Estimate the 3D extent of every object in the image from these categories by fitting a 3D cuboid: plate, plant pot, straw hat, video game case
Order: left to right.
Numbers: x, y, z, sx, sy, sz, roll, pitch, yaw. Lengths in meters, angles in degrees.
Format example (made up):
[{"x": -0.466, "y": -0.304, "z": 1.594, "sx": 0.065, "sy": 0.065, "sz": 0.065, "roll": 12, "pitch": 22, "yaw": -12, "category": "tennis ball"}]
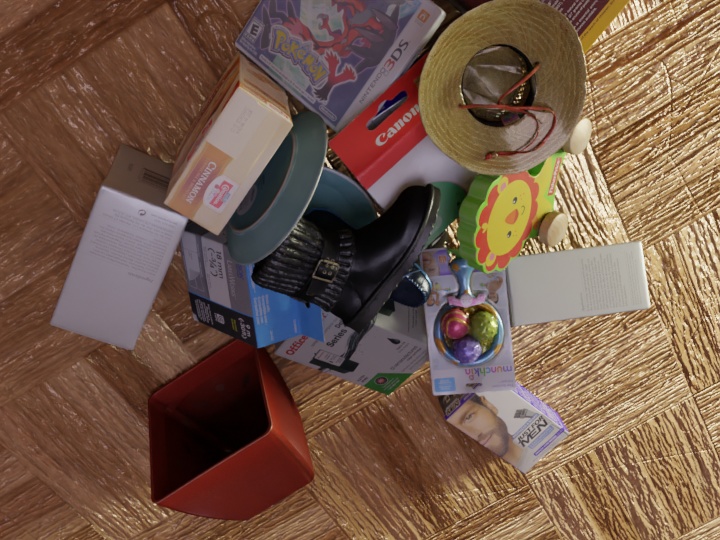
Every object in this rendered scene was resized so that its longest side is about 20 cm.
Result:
[{"x": -0.179, "y": 0.252, "z": 1.071, "sx": 0.199, "sy": 0.201, "sz": 0.176, "roll": -32, "pitch": 130, "yaw": 8, "category": "plant pot"}, {"x": -0.110, "y": -0.103, "z": 0.849, "sx": 0.025, "sy": 0.201, "sz": 0.201, "roll": 27, "pitch": 110, "yaw": -34, "category": "plate"}, {"x": -0.073, "y": -0.066, "z": 0.979, "sx": 0.198, "sy": 0.026, "sz": 0.201, "roll": 3, "pitch": 132, "yaw": 3, "category": "plate"}, {"x": -0.029, "y": -0.282, "z": 0.846, "sx": 0.200, "sy": 0.023, "sz": 0.183, "roll": 42, "pitch": 108, "yaw": 12, "category": "video game case"}, {"x": 0.150, "y": -0.213, "z": 0.811, "sx": 0.199, "sy": 0.085, "sz": 0.202, "roll": -4, "pitch": 124, "yaw": -6, "category": "straw hat"}]

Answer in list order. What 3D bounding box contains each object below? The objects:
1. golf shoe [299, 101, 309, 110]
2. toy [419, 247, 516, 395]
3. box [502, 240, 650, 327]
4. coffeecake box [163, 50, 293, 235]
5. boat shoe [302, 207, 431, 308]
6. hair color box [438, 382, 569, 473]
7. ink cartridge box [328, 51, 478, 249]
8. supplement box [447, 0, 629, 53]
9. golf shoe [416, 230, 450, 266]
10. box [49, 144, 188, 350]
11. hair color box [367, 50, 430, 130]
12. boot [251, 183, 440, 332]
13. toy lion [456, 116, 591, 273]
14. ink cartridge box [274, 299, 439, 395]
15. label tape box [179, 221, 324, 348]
[{"x": 0.001, "y": -0.267, "z": 0.882, "sx": 0.200, "sy": 0.092, "sz": 0.073, "roll": -39, "pitch": 118, "yaw": 13, "category": "golf shoe"}, {"x": 0.143, "y": 0.066, "z": 0.967, "sx": 0.114, "sy": 0.047, "sz": 0.202, "roll": -6, "pitch": 88, "yaw": 9, "category": "toy"}, {"x": 0.291, "y": 0.021, "z": 1.042, "sx": 0.198, "sy": 0.124, "sz": 0.098, "roll": -7, "pitch": 87, "yaw": -6, "category": "box"}, {"x": -0.155, "y": -0.157, "z": 0.850, "sx": 0.073, "sy": 0.200, "sz": 0.154, "roll": 31, "pitch": 108, "yaw": -22, "category": "coffeecake box"}, {"x": 0.000, "y": 0.000, "z": 0.946, "sx": 0.199, "sy": 0.069, "sz": 0.084, "roll": 28, "pitch": 131, "yaw": -7, "category": "boat shoe"}, {"x": 0.238, "y": 0.243, "z": 1.198, "sx": 0.200, "sy": 0.065, "sz": 0.109, "roll": 37, "pitch": 107, "yaw": -22, "category": "hair color box"}, {"x": 0.078, "y": -0.136, "z": 0.876, "sx": 0.161, "sy": 0.050, "sz": 0.200, "roll": -42, "pitch": 137, "yaw": 3, "category": "ink cartridge box"}, {"x": 0.204, "y": -0.367, "z": 0.841, "sx": 0.199, "sy": 0.133, "sz": 0.198, "roll": 33, "pitch": 108, "yaw": -23, "category": "supplement box"}, {"x": 0.091, "y": -0.071, "z": 1.017, "sx": 0.094, "sy": 0.078, "sz": 0.201, "roll": 11, "pitch": 117, "yaw": -35, "category": "golf shoe"}, {"x": -0.298, "y": -0.031, "z": 0.917, "sx": 0.106, "sy": 0.153, "sz": 0.201, "roll": 21, "pitch": 111, "yaw": -19, "category": "box"}, {"x": 0.076, "y": -0.199, "z": 0.920, "sx": 0.199, "sy": 0.065, "sz": 0.109, "roll": -34, "pitch": 133, "yaw": 3, "category": "hair color box"}, {"x": -0.017, "y": -0.039, "z": 0.840, "sx": 0.157, "sy": 0.080, "sz": 0.212, "roll": 30, "pitch": 103, "yaw": -15, "category": "boot"}, {"x": 0.195, "y": -0.098, "z": 0.902, "sx": 0.191, "sy": 0.068, "sz": 0.202, "roll": -11, "pitch": 118, "yaw": -44, "category": "toy lion"}, {"x": -0.007, "y": 0.086, "z": 1.038, "sx": 0.199, "sy": 0.084, "sz": 0.147, "roll": 22, "pitch": 135, "yaw": -20, "category": "ink cartridge box"}, {"x": -0.146, "y": 0.019, "z": 0.950, "sx": 0.063, "sy": 0.199, "sz": 0.145, "roll": -32, "pitch": 129, "yaw": -43, "category": "label tape box"}]
